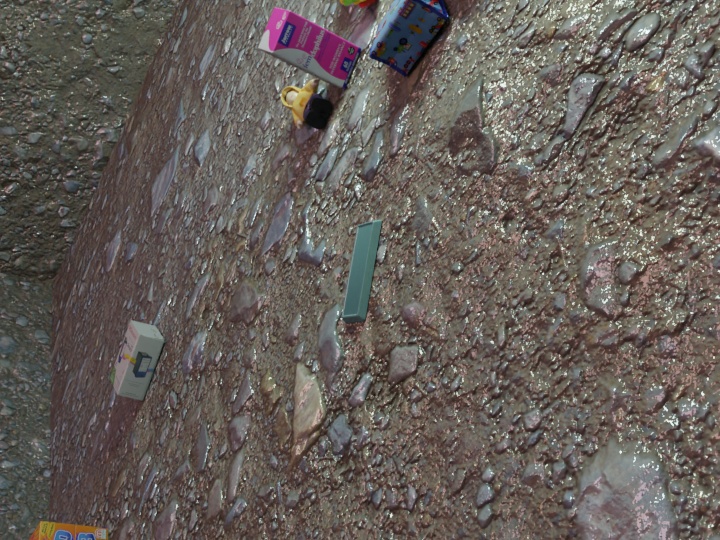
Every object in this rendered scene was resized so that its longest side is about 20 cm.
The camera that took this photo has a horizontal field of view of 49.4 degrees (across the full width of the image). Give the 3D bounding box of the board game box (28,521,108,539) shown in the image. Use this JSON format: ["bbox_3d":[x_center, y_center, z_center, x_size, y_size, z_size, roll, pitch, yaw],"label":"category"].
[{"bbox_3d":[-0.851,0.866,2.231,0.200,0.199,0.201,-52,36,30],"label":"board game box"}]

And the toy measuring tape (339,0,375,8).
[{"bbox_3d":[0.036,-0.639,1.755,0.199,0.073,0.074,-9,66,38],"label":"toy measuring tape"}]

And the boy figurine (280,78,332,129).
[{"bbox_3d":[-0.132,-0.406,1.887,0.200,0.064,0.125,46,116,53],"label":"boy figurine"}]

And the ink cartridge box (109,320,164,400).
[{"bbox_3d":[-0.681,0.271,2.383,0.145,0.087,0.202,30,98,59],"label":"ink cartridge box"}]

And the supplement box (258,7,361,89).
[{"bbox_3d":[-0.115,-0.503,1.776,0.103,0.199,0.102,39,108,57],"label":"supplement box"}]

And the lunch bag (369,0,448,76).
[{"bbox_3d":[0.090,-0.519,1.582,0.151,0.093,0.201,-49,28,36],"label":"lunch bag"}]

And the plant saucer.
[{"bbox_3d":[0.000,0.000,1.506,0.070,0.019,0.202,-11,66,56],"label":"plant saucer"}]
